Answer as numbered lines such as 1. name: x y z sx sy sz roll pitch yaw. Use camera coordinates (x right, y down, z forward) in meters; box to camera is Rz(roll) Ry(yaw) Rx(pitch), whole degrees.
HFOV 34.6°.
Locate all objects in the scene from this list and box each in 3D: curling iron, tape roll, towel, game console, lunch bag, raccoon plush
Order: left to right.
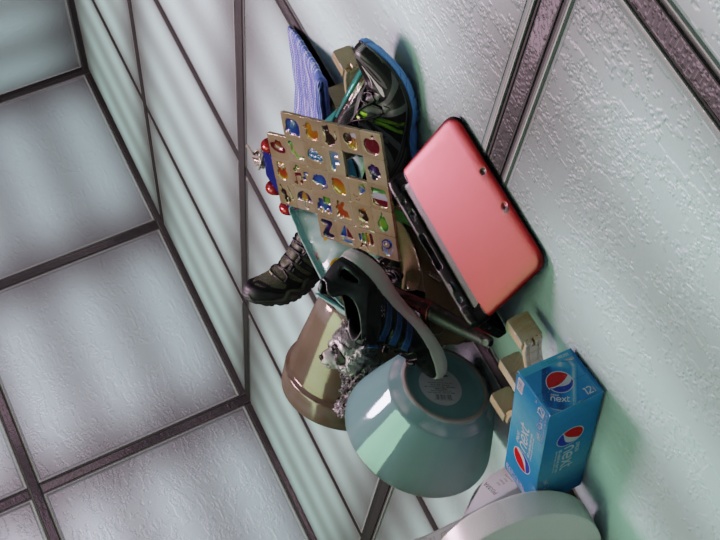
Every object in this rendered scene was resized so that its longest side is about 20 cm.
1. towel: -0.073 -0.240 1.616 0.200 0.024 0.145 -117 19 -54
2. lunch bag: 0.000 0.000 1.538 0.170 0.122 0.200 46 -160 -74
3. raccoon plush: 0.036 0.135 1.604 0.097 0.200 0.134 3 91 56
4. curling iron: 0.078 0.041 1.373 0.200 0.026 0.050 36 156 35
5. game console: 0.131 -0.044 1.293 0.200 0.119 0.172 62 -165 20
6. tape roll: 0.176 0.327 1.313 0.037 0.203 0.203 -115 13 -45

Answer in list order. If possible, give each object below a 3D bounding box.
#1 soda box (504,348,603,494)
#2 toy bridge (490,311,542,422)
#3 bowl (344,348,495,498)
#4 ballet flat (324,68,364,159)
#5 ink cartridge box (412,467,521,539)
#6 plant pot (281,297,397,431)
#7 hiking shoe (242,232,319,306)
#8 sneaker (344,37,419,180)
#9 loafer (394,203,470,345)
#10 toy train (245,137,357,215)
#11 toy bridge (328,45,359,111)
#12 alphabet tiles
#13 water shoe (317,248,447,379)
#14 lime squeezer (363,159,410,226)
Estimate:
1. soda box: 0.206 0.174 1.251 0.064 0.068 0.200 57 162 34
2. toy bridge: 0.183 0.126 1.307 0.067 0.027 0.200 58 163 29
3. bowl: 0.091 0.175 1.465 0.201 0.201 0.105 59 143 29
4. ballet flat: -0.008 -0.189 1.460 0.072 0.072 0.200 63 145 14
5. ink cartridge box: 0.154 0.330 1.392 0.050 0.200 0.162 43 151 57
6. plant pot: -0.009 0.106 1.705 0.200 0.200 0.174 51 141 45
7. hiking shoe: -0.092 -0.021 1.726 0.076 0.200 0.101 37 146 51
8. sneaker: 0.020 -0.175 1.356 0.071 0.083 0.200 49 156 48
9. loafer: 0.077 0.007 1.447 0.200 0.067 0.076 62 164 19
10. toy train: -0.088 -0.162 1.696 0.200 0.116 0.085 -126 28 -55
11. toy bridge: -0.020 -0.216 1.537 0.067 0.027 0.200 62 163 19
12. alphabet tiles: -0.036 -0.107 1.406 0.200 0.008 0.167 19 130 40
13. water shoe: 0.023 0.066 1.383 0.200 0.079 0.071 52 165 -17
14. lime squeezer: 0.031 -0.103 1.445 0.200 0.071 0.038 57 162 33
